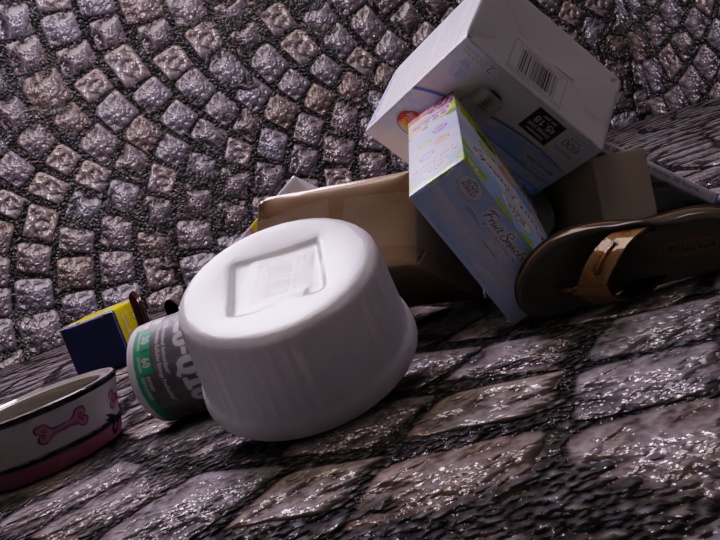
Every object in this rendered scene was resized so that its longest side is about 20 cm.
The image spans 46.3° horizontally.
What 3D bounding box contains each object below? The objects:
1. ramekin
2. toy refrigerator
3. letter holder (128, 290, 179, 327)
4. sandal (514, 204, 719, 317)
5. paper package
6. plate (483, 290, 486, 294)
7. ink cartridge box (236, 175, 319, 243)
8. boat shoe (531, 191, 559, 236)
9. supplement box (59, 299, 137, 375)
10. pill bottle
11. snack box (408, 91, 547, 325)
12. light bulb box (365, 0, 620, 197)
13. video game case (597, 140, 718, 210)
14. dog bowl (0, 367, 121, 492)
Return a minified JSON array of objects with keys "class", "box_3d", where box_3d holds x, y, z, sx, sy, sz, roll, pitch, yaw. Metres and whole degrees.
[{"class":"ramekin","box_3d":[-0.059,0.041,0.729,0.200,0.098,0.201,-15,32,9]},{"class":"toy refrigerator","box_3d":[0.272,-0.087,0.997,0.070,0.076,0.200,-11,-1,-7]},{"class":"letter holder","box_3d":[-0.250,0.080,1.169,0.100,0.143,0.200,-22,6,-18]},{"class":"sandal","box_3d":[0.227,0.000,0.717,0.199,0.082,0.055,-11,30,17]},{"class":"paper package","box_3d":[0.017,-0.025,0.953,0.199,0.104,0.190,-8,-17,30]},{"class":"plate","box_3d":[0.235,-0.017,0.986,0.199,0.026,0.200,-19,6,2]},{"class":"ink cartridge box","box_3d":[-0.106,-0.019,1.130,0.200,0.086,0.148,-49,-10,7]},{"class":"boat shoe","box_3d":[0.198,-0.077,1.075,0.072,0.061,0.201,-46,32,6]},{"class":"supplement box","box_3d":[-0.509,0.136,1.701,0.108,0.110,0.200,-20,5,-2]},{"class":"pill bottle","box_3d":[-0.137,0.083,0.902,0.199,0.114,0.113,-19,6,16]},{"class":"snack box","box_3d":[0.120,-0.068,0.836,0.068,0.169,0.200,-33,23,20]},{"class":"light bulb box","box_3d":[0.148,-0.187,0.963,0.200,0.198,0.125,-36,23,52]},{"class":"video game case","box_3d":[0.324,-0.122,1.061,0.199,0.018,0.143,21,-4,-13]},{"class":"dog bowl","box_3d":[-0.363,0.183,0.959,0.199,0.074,0.200,-20,5,2]}]
